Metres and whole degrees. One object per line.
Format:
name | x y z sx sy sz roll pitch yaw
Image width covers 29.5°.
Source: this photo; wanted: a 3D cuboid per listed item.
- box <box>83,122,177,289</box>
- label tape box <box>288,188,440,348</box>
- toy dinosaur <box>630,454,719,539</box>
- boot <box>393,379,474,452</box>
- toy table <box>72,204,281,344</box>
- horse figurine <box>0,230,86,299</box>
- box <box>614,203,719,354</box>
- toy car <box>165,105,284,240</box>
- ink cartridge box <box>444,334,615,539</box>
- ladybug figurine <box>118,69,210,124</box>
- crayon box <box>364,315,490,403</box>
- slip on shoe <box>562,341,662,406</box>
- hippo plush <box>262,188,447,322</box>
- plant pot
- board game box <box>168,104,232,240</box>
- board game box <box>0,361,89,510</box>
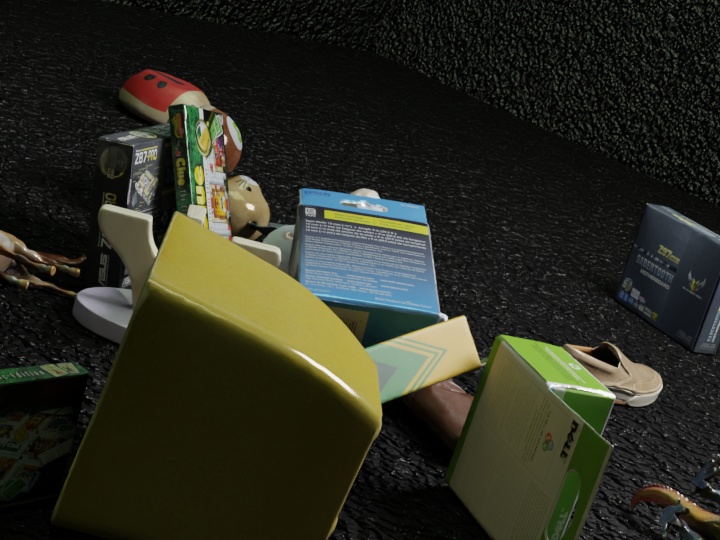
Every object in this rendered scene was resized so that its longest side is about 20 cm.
box | -0.233 -0.073 1.507 0.048 0.164 0.200 14 15 14
label tape box | 0.000 0.000 1.400 0.141 0.067 0.201 8 33 -8
toy dinosaur | 0.366 0.245 1.230 0.181 0.106 0.200 36 0 -10
boot | 0.052 0.128 1.336 0.184 0.065 0.200 5 25 -33
toy table | -0.177 0.013 1.363 0.197 0.119 0.184 11 16 -18
horse figurine | -0.346 -0.013 1.347 0.131 0.051 0.200 22 1 13
box | 0.468 0.009 2.006 0.050 0.160 0.200 8 19 -30
toy car | -0.159 -0.098 1.736 0.198 0.159 0.164 31 7 7
ink cartridge box | 0.162 0.166 1.148 0.075 0.150 0.200 10 18 -27
ladybug figurine | -0.326 -0.288 2.315 0.198 0.073 0.135 27 18 30
crayon box | 0.016 0.093 1.214 0.198 0.051 0.126 -16 -7 -39
slip on shoe | 0.294 0.117 1.623 0.198 0.061 0.076 5 20 -39
hippo plush | -0.042 0.018 1.525 0.160 0.159 0.202 -21 80 -39
plant pot | -0.093 0.101 1.029 0.198 0.198 0.194 22 15 -8
board game box | -0.172 -0.075 1.501 0.023 0.203 0.105 -5 -1 20
board game box | -0.274 0.119 0.910 0.023 0.106 0.199 31 20 33
